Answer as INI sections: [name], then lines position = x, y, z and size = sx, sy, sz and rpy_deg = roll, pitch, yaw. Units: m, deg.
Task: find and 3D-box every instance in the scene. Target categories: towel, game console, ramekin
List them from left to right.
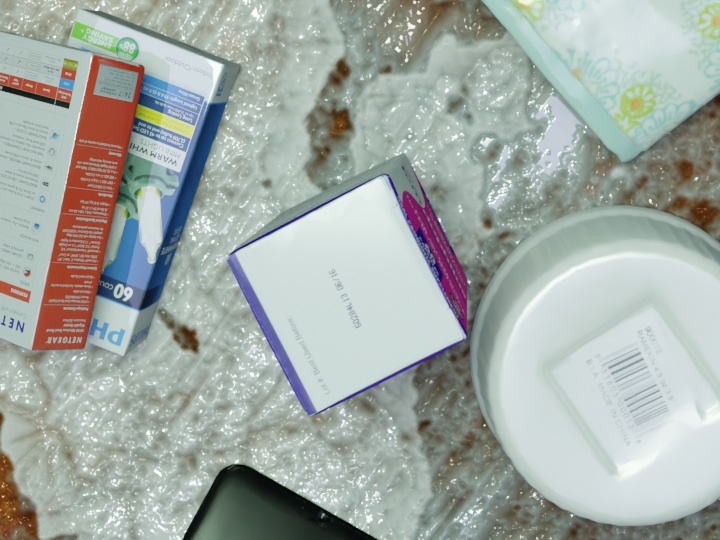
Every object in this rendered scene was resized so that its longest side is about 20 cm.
[game console]
position = -0.055, 0.267, 0.963
size = 0.199, 0.117, 0.176
rpy_deg = 29, 130, 1
[ramekin]
position = 0.169, 0.064, 0.874
size = 0.199, 0.098, 0.202
rpy_deg = 1, 98, 5
[towel]
position = 0.168, -0.189, 0.836
size = 0.171, 0.048, 0.200
rpy_deg = -37, 106, 21

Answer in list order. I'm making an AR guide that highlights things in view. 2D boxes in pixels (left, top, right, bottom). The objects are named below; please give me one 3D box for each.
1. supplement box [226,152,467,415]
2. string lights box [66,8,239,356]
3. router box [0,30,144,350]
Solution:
[supplement box]
position = 0.000, 0.000, 0.827
size = 0.103, 0.200, 0.102
rpy_deg = -27, 96, 7
[string lights box]
position = -0.162, -0.058, 0.902
size = 0.102, 0.059, 0.201
rpy_deg = 20, 99, 2
[router box]
position = -0.242, -0.063, 0.865
size = 0.199, 0.049, 0.181
rpy_deg = 18, 97, 30
